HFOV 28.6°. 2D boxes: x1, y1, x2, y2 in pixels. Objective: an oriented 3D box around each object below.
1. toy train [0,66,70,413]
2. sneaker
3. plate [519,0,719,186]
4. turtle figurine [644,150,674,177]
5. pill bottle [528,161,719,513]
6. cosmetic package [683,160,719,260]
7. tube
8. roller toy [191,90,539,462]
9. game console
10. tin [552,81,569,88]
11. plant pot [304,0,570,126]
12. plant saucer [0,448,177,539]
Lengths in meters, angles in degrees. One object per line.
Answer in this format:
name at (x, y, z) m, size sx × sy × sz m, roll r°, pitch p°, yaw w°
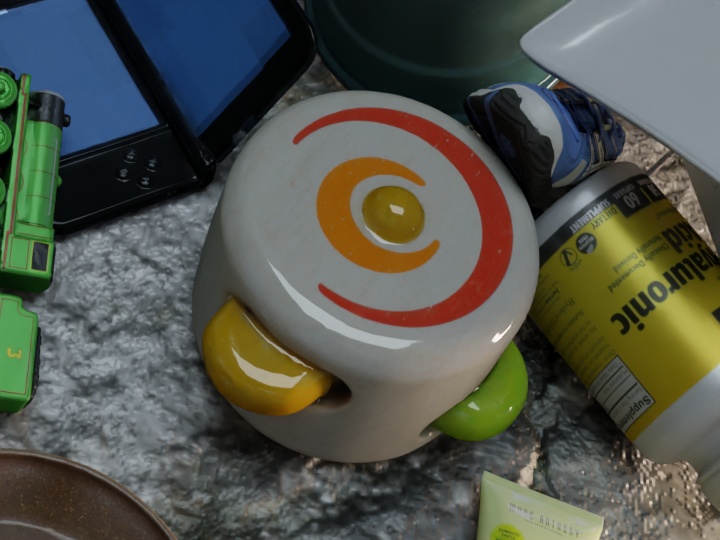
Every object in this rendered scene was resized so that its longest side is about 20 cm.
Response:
toy train at (-0.195, -0.018, 0.778) m, size 0.056 × 0.042 × 0.203 m, roll 10°, pitch 68°, yaw -22°
sneaker at (0.114, -0.085, 0.844) m, size 0.077 × 0.200 × 0.076 m, roll -33°, pitch 83°, yaw 7°
plate at (0.225, -0.124, 0.809) m, size 0.199 × 0.033 × 0.199 m, roll -36°, pitch 56°, yaw -21°
turtle figurine at (0.297, -0.100, 0.919) m, size 0.144 × 0.194 × 0.201 m, roll 40°, pitch 48°, yaw -5°
pill bottle at (0.184, 0.043, 0.842) m, size 0.111 × 0.112 × 0.201 m, roll -29°, pitch 72°, yaw -31°
cosmetic package at (0.271, -0.007, 0.805) m, size 0.111 × 0.081 × 0.202 m, roll 12°, pitch 44°, yaw -25°
tube at (0.081, 0.202, 0.750) m, size 0.058 × 0.051 × 0.202 m, roll 52°, pitch 40°, yaw -33°
roller toy at (0.000, 0.000, 0.789) m, size 0.197 × 0.140 × 0.185 m, roll -1°, pitch 59°, yaw -18°
game console at (-0.151, -0.150, 0.845) m, size 0.169 × 0.119 × 0.201 m, roll -22°, pitch 68°, yaw -29°
tin at (0.109, -0.198, 1.012) m, size 0.111 × 0.042 × 0.201 m, roll -21°, pitch 68°, yaw -33°
plant pot at (0.060, -0.225, 0.882) m, size 0.197 × 0.197 × 0.203 m, roll 0°, pitch 68°, yaw -1°
plant saucer at (-0.170, 0.182, 0.674) m, size 0.197 × 0.037 × 0.202 m, roll 12°, pitch 50°, yaw -15°
